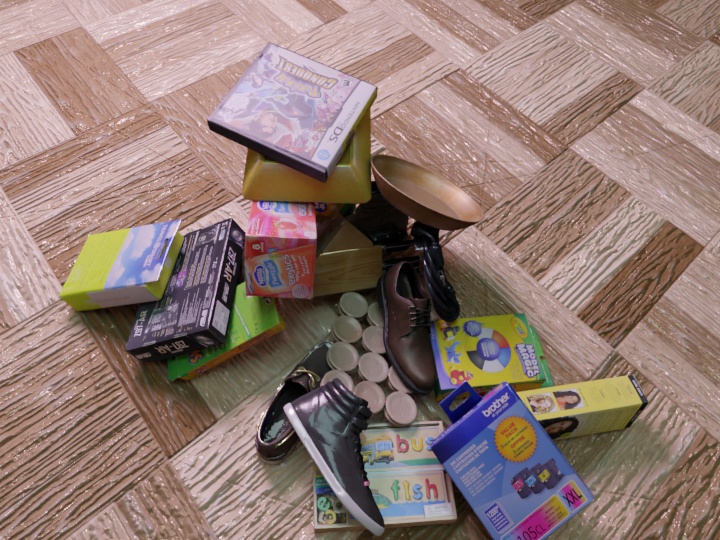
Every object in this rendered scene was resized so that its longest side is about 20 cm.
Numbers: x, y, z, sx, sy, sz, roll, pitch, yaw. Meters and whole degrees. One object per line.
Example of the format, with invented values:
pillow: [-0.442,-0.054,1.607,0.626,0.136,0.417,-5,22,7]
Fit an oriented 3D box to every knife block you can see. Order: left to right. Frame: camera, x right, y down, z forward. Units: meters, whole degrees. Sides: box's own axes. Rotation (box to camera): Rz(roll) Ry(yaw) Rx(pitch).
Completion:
knife block: [0.000,0.000,0.923,0.174,0.064,0.202,39,93,-23]

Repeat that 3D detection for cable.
cable: [0.127,-0.010,0.889,0.049,0.200,0.168,-19,99,10]

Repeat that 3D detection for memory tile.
memory tile: [0.021,0.129,0.843,0.148,0.017,0.204,19,47,-7]

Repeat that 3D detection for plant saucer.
plant saucer: [-0.078,-0.202,0.838,0.192,0.049,0.207,1,62,-2]
plant saucer: [0.097,-0.115,0.852,0.194,0.036,0.202,22,26,-11]

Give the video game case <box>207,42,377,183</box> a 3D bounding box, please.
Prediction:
video game case: [-0.096,-0.240,0.815,0.195,0.026,0.184,25,64,9]

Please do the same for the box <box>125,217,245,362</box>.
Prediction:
box: [-0.265,0.028,0.851,0.155,0.044,0.205,-16,50,21]

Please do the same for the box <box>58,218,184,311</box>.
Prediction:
box: [-0.366,-0.009,0.868,0.193,0.048,0.125,-7,52,20]

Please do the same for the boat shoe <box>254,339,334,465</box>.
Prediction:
boat shoe: [-0.086,0.180,0.800,0.070,0.060,0.202,26,57,14]

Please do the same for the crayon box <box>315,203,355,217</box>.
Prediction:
crayon box: [-0.064,-0.185,0.964,0.121,0.203,0.053,11,49,4]

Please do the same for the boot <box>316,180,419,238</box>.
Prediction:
boot: [0.002,-0.103,0.958,0.193,0.133,0.069,-10,55,-12]

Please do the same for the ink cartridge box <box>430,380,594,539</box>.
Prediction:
ink cartridge box: [0.182,0.243,0.721,0.135,0.076,0.202,-39,74,4]

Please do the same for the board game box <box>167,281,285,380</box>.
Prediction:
board game box: [-0.209,0.086,0.832,0.195,0.030,0.098,-26,57,9]

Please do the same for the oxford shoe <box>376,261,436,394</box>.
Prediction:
oxford shoe: [0.075,0.081,0.830,0.070,0.085,0.206,-3,65,-28]

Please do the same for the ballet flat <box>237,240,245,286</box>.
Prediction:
ballet flat: [-0.183,-0.004,0.910,0.067,0.068,0.205,14,47,-47]

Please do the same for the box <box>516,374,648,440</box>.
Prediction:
box: [0.313,0.206,0.810,0.192,0.077,0.051,-7,47,-9]

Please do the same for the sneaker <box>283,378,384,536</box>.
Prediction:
sneaker: [-0.008,0.230,0.713,0.098,0.071,0.202,-35,74,-9]

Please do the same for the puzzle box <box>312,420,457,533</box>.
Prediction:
puzzle box: [0.029,0.281,0.763,0.192,0.026,0.137,-2,55,-6]

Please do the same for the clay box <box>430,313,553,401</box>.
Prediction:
clay box: [0.203,0.132,0.867,0.192,0.048,0.118,-5,56,-7]

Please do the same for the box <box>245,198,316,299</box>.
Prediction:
box: [-0.118,-0.053,0.827,0.099,0.098,0.202,3,29,-7]
